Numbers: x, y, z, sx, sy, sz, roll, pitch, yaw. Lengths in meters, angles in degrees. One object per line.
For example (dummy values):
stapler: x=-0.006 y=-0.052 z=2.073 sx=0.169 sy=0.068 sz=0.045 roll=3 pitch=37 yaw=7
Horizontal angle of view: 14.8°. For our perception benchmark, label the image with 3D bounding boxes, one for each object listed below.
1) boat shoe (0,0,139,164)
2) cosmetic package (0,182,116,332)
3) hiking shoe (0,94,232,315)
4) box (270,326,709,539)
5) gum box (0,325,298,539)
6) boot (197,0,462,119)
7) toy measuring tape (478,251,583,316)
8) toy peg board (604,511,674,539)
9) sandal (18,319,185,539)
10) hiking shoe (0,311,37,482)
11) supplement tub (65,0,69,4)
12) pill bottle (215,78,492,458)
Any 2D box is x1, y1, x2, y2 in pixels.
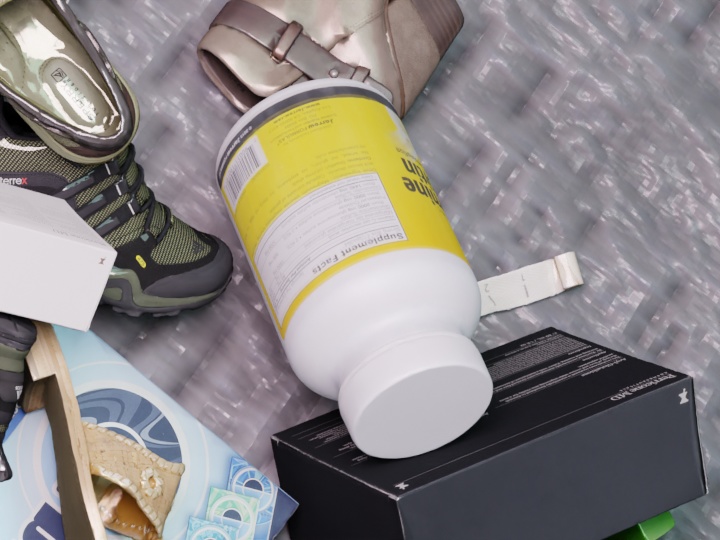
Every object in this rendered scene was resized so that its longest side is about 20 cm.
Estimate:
boat shoe: x=-0.189 y=-0.135 z=1.427 sx=0.201 sy=0.066 sz=0.072 roll=44 pitch=78 yaw=-9
cosmetic package: x=-0.230 y=-0.024 z=1.393 sx=0.199 sy=0.083 sz=0.051 roll=15 pitch=102 yaw=-31
hiking shoe: x=-0.145 y=-0.047 z=1.511 sx=0.200 sy=0.076 sz=0.101 roll=23 pitch=112 yaw=-26
box: x=0.073 y=0.109 z=1.558 sx=0.199 sy=0.141 sz=0.079 roll=-20 pitch=108 yaw=-26
gum box: x=-0.160 y=0.133 z=1.509 sx=0.200 sy=0.045 sz=0.170 roll=40 pitch=65 yaw=-9
boot: x=-0.037 y=-0.165 z=1.628 sx=0.146 sy=0.070 sz=0.200 roll=-38 pitch=89 yaw=-22
toy measuring tape: x=0.056 y=0.016 z=1.623 sx=0.199 sy=0.074 sz=0.074 roll=-14 pitch=82 yaw=-26
toy peg board: x=0.127 y=0.237 z=1.579 sx=0.200 sy=0.098 sz=0.200 roll=-29 pitch=89 yaw=-27
sandal: x=-0.128 y=0.102 z=1.463 sx=0.069 sy=0.078 sz=0.212 roll=-16 pitch=78 yaw=-20
hiking shoe: x=-0.269 y=0.055 z=1.433 sx=0.199 sy=0.076 sz=0.101 roll=8 pitch=88 yaw=17
supplement tub: x=-0.260 y=-0.183 z=1.507 sx=0.199 sy=0.122 sz=0.123 roll=15 pitch=70 yaw=-19
pill bottle: x=0.000 y=0.000 z=1.517 sx=0.112 sy=0.112 sz=0.200 roll=-5 pitch=51 yaw=-25
